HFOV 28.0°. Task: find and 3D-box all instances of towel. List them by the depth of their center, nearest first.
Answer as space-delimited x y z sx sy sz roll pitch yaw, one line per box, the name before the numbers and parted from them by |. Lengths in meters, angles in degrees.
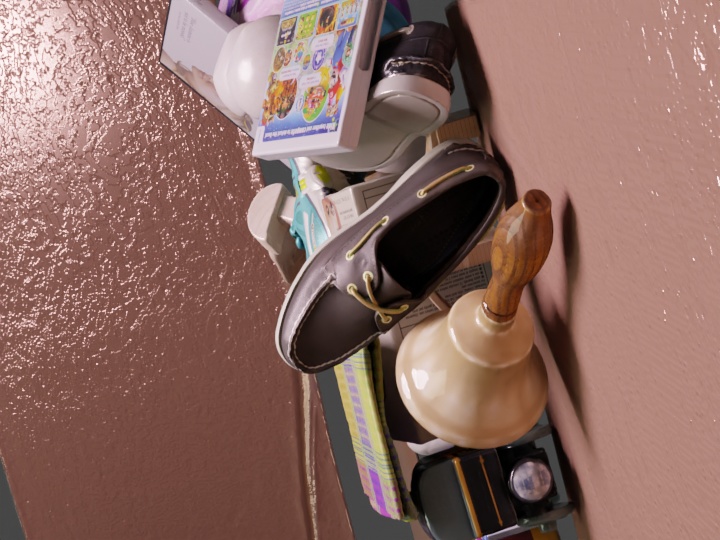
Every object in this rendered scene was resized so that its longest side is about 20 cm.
towel | 0.008 0.116 1.111 0.200 0.022 0.146 146 112 -82

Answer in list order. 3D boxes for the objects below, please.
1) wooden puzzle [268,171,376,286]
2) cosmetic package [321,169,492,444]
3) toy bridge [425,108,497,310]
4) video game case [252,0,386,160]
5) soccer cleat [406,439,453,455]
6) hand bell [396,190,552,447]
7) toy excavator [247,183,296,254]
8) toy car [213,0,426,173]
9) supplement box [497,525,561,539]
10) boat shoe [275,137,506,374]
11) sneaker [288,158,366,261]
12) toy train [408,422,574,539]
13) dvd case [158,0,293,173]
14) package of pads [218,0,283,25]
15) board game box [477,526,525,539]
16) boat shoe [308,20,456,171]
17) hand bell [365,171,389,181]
wooden puzzle | -0.031 -0.076 1.465 0.037 0.186 0.200 34 175 9
cosmetic package | 0.050 0.023 1.129 0.087 0.102 0.203 168 87 -72
toy bridge | 0.071 -0.012 1.046 0.027 0.066 0.202 -117 12 -68
video game case | -0.022 -0.180 1.016 0.143 0.018 0.203 3 80 62
soccer cleat | 0.076 0.082 1.423 0.069 0.077 0.203 34 -128 -53
hand bell | 0.087 0.016 0.886 0.201 0.103 0.105 103 153 -55
toy excavator | 0.000 0.000 1.293 0.100 0.192 0.202 48 -150 -58
toy car | -0.016 -0.174 1.176 0.152 0.173 0.200 -67 14 2
supplement box | 0.088 0.327 1.209 0.201 0.195 0.134 84 169 -64
boat shoe | 0.019 -0.005 0.975 0.072 0.201 0.061 40 -174 -20
sneaker | -0.039 -0.060 1.250 0.080 0.077 0.201 -57 28 27
toy train | 0.092 0.162 1.105 0.200 0.113 0.086 127 127 -85
dvd case | -0.107 -0.174 1.374 0.199 0.018 0.143 39 155 3
package of pads | -0.076 -0.263 1.364 0.200 0.075 0.122 151 129 -62
board game box | 0.122 0.232 1.473 0.201 0.041 0.201 79 174 -49
boat shoe | 0.008 -0.121 1.026 0.200 0.073 0.061 -27 46 65
hand bell | 0.054 0.012 1.390 0.201 0.103 0.104 60 172 19
